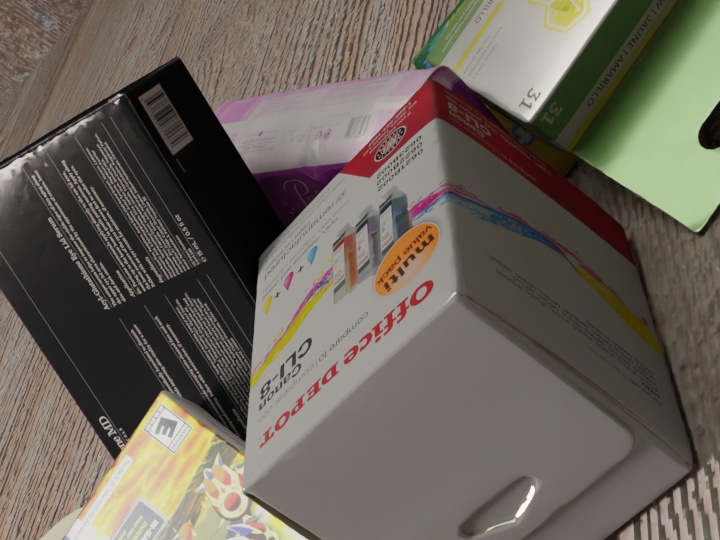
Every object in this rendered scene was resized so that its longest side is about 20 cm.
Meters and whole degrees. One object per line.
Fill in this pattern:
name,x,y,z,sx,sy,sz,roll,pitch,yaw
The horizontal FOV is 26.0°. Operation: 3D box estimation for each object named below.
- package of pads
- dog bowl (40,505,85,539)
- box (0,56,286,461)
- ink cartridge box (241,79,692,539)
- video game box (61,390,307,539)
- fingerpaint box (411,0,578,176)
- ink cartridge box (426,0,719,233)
package of pads,0.001,-0.052,0.915,0.200,0.121,0.076,-3,52,48
dog bowl,-0.186,0.254,1.001,0.200,0.079,0.200,-45,22,24
box,-0.114,0.005,0.872,0.141,0.200,0.079,-25,13,26
ink cartridge box,0.044,0.039,0.746,0.145,0.145,0.200,-44,24,23
video game box,-0.086,0.191,0.786,0.182,0.047,0.200,32,87,28
fingerpaint box,0.133,-0.166,0.971,0.200,0.073,0.167,-50,22,12
ink cartridge box,0.141,-0.127,0.823,0.146,0.048,0.200,-55,42,5
